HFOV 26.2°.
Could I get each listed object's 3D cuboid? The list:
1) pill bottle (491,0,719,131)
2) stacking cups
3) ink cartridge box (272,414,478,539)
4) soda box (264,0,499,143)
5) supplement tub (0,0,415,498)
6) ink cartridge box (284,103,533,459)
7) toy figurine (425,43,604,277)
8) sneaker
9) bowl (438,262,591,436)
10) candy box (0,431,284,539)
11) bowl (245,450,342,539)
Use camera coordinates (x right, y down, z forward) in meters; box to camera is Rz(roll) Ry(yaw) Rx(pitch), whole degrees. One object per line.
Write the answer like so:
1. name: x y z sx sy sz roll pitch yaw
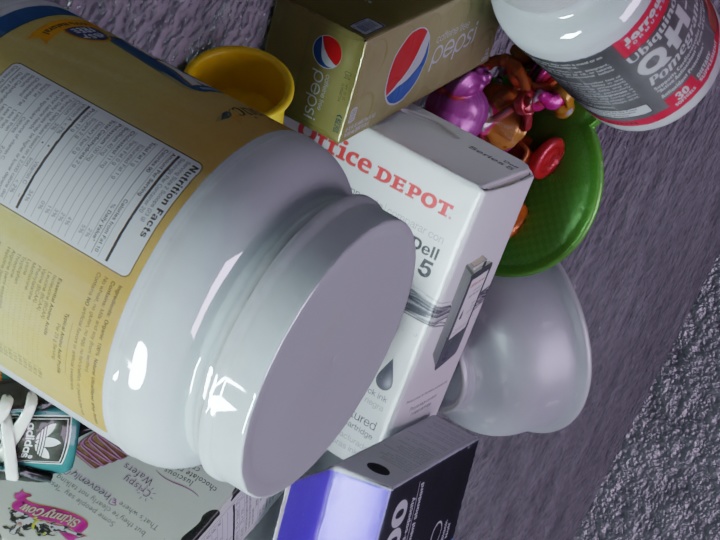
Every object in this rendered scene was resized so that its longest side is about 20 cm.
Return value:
1. pill bottle: 0.148 -0.171 0.970 0.200 0.110 0.111 27 91 -56
2. stacking cups: -0.072 -0.029 0.873 0.061 0.060 0.201 -46 155 -38
3. ink cartridge box: -0.004 0.200 0.914 0.200 0.043 0.200 -12 119 -63
4. soda box: 0.019 -0.146 0.945 0.200 0.064 0.068 -34 147 -53
5. supplement tub: -0.092 -0.010 0.635 0.145 0.199 0.145 -51 159 -29
6. ink cartridge box: 0.000 0.000 0.970 0.084 0.145 0.202 -20 135 -60
7. toy figurine: 0.079 -0.090 1.075 0.183 0.150 0.201 -2 128 -58
8. sneaker: -0.172 0.062 0.709 0.200 0.079 0.072 -25 139 -60
9. bowl: 0.085 0.052 1.239 0.090 0.201 0.202 -22 141 -30
10. candy box: -0.115 0.095 0.821 0.200 0.136 0.061 -46 155 -36
11. bowl: -0.025 0.136 1.129 0.200 0.074 0.200 -51 177 1
